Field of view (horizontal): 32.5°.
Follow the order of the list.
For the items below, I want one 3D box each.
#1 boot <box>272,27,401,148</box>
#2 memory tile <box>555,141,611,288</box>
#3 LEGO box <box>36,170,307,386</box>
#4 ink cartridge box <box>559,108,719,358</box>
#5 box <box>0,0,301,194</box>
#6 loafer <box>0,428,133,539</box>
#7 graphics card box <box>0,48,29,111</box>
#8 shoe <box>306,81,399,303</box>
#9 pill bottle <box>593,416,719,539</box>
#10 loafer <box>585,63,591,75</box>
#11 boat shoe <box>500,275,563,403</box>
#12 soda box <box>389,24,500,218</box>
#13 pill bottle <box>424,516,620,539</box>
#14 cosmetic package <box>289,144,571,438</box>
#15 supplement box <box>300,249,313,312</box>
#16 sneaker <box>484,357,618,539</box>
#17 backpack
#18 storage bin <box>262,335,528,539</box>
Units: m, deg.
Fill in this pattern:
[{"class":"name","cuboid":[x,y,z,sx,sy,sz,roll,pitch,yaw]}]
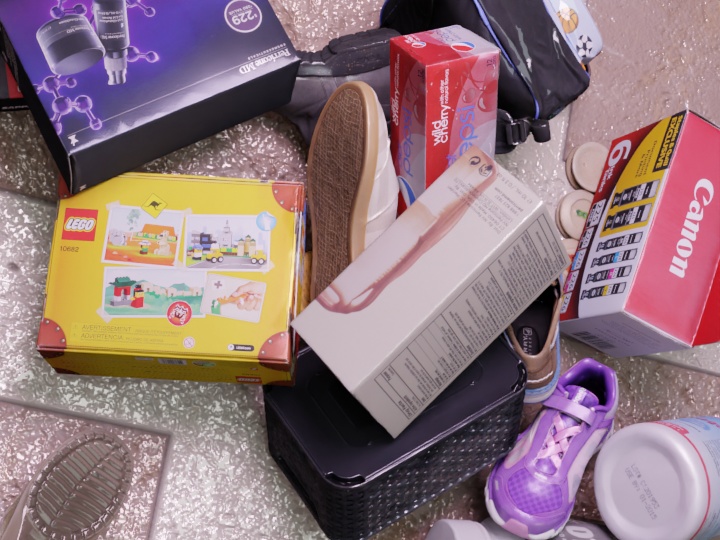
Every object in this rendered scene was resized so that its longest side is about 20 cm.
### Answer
[{"class":"boot","cuboid":[-0.045,-0.128,1.086,0.197,0.070,0.134,-8,115,5]},{"class":"memory tile","cuboid":[0.280,-0.030,1.226,0.197,0.017,0.156,20,77,-17]},{"class":"LEGO box","cuboid":[-0.146,0.006,0.987,0.196,0.077,0.151,4,71,1]},{"class":"ink cartridge box","cuboid":[0.276,-0.033,1.122,0.083,0.175,0.203,25,75,-15]},{"class":"box","cuboid":[-0.167,-0.170,0.973,0.198,0.079,0.142,-26,79,-19]},{"class":"loafer","cuboid":[-0.253,0.211,0.973,0.076,0.068,0.201,42,56,-12]},{"class":"graphics card box","cuboid":[-0.249,-0.201,1.034,0.197,0.051,0.128,-6,85,-22]},{"class":"shoe","cuboid":[-0.005,-0.052,1.013,0.053,0.069,0.204,-5,104,-49]},{"class":"pill bottle","cuboid":[0.304,0.189,1.126,0.198,0.108,0.111,4,80,-50]},{"class":"loafer","cuboid":[0.177,-0.264,1.193,0.071,0.063,0.203,-19,90,-21]},{"class":"boat shoe","cuboid":[0.153,0.014,1.107,0.071,0.073,0.202,-3,55,-1]},{"class":"soda box","cuboid":[0.066,-0.091,1.005,0.069,0.063,0.203,-15,124,-21]},{"class":"pill bottle","cuboid":[0.157,0.276,1.089,0.197,0.114,0.116,9,80,-19]},{"class":"cosmetic package","cuboid":[0.056,0.017,0.952,0.200,0.104,0.087,-44,56,-5]},{"class":"supplement box","cuboid":[0.000,0.000,1.092,0.198,0.066,0.070,-22,91,-22]},{"class":"sneaker","cuboid":[0.175,0.148,1.089,0.080,0.089,0.200,29,45,14]},{"class":"backpack","cuboid":[0.105,-0.206,1.093,0.153,0.190,0.202,-31,97,-26]},{"class":"storage bin","cuboid":[0.028,0.116,1.040,0.198,0.095,0.135,-26,54,-22]}]
